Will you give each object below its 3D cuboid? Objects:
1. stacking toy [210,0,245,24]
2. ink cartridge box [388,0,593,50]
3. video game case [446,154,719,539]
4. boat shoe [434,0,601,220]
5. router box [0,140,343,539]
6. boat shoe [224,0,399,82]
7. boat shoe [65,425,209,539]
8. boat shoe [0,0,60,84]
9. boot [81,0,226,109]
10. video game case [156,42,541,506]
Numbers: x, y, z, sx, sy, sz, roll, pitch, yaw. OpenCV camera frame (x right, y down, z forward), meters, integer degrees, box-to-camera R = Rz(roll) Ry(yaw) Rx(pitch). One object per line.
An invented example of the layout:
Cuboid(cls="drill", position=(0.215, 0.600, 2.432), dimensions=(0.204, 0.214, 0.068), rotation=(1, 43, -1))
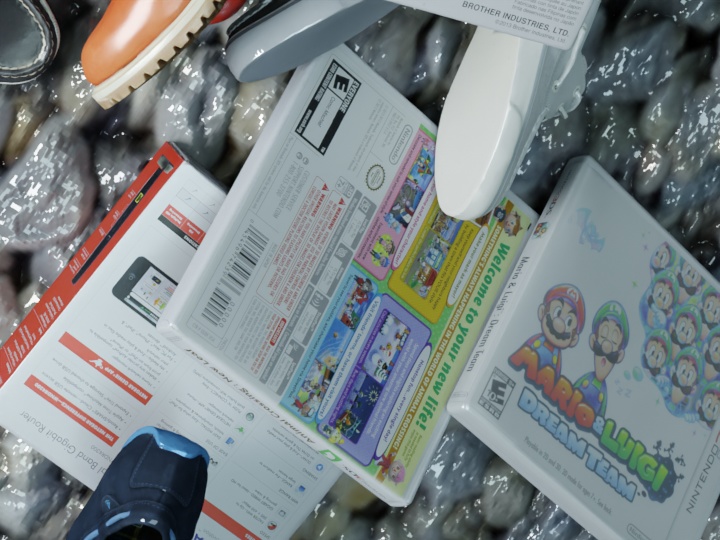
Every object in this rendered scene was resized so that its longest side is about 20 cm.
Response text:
Cuboid(cls="stacking toy", position=(-0.058, -0.225, 1.001), dimensions=(0.085, 0.085, 0.202), rotation=(18, 104, -22))
Cuboid(cls="ink cartridge box", position=(0.079, -0.224, 0.937), dimensions=(0.135, 0.077, 0.201), rotation=(12, 122, -21))
Cuboid(cls="video game case", position=(0.159, 0.063, 1.148), dimensions=(0.200, 0.024, 0.183), rotation=(40, 64, -25))
Cuboid(cls="boat shoe", position=(0.100, -0.121, 1.087), dimensions=(0.068, 0.072, 0.202), rotation=(18, 82, -28))
Cuboid(cls="router box", position=(-0.089, 0.058, 1.092), dimensions=(0.200, 0.049, 0.180), rotation=(40, 92, -25))
Cuboid(cls="boat shoe", position=(0.001, -0.177, 1.037), dimensions=(0.199, 0.070, 0.067), rotation=(-34, 83, -10))
Cuboid(cls="boat shoe", position=(-0.138, 0.164, 1.054), dimensions=(0.083, 0.069, 0.201), rotation=(15, 137, 0))
Cuboid(cls="boat shoe", position=(-0.237, -0.156, 0.969), dimensions=(0.199, 0.060, 0.074), rotation=(37, 92, -25))
Cuboid(cls="boot", position=(-0.096, -0.180, 0.951), dimensions=(0.107, 0.075, 0.201), rotation=(34, 100, -10))
Cuboid(cls="video game case", position=(0.000, 0.000, 1.072), dimensions=(0.182, 0.022, 0.201), rotation=(38, 64, -25))
